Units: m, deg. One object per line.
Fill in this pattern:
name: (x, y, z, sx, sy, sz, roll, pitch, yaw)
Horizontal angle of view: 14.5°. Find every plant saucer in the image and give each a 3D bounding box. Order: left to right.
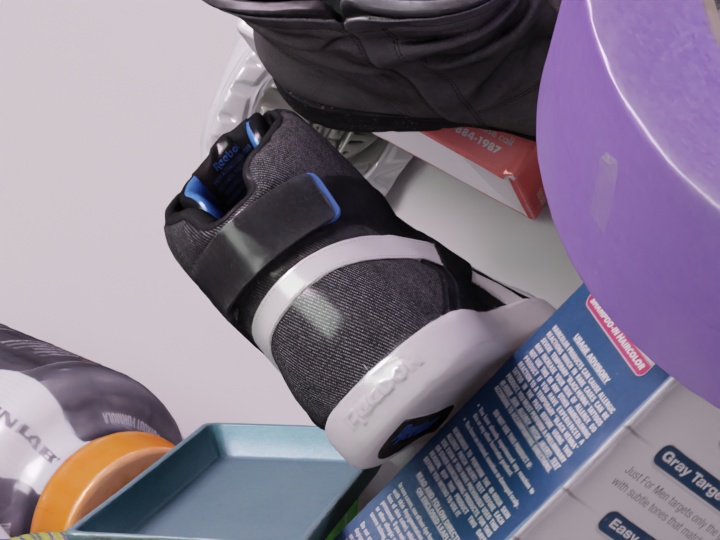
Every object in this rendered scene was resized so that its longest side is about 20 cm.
plant saucer: (-0.036, 0.072, 0.899, 0.070, 0.200, 0.019, 2, 97, 8)

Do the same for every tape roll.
tape roll: (0.152, -0.054, 0.779, 0.085, 0.200, 0.200, 101, 174, -58)

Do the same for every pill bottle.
pill bottle: (-0.133, 0.076, 1.051, 0.200, 0.106, 0.106, 17, 76, 50)

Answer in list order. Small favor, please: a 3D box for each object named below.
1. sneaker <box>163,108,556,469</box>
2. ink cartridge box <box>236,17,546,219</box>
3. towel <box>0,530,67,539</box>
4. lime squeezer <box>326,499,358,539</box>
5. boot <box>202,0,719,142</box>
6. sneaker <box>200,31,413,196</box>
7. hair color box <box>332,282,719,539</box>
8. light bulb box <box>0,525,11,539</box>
sneaker: (0.000, 0.000, 0.885, 0.073, 0.200, 0.112, -42, 81, 4)
ink cartridge box: (0.059, -0.135, 0.996, 0.116, 0.067, 0.200, 30, 85, 15)
towel: (-0.098, 0.148, 0.858, 0.023, 0.200, 0.144, -35, 63, 52)
lime squeezer: (-0.027, 0.157, 0.942, 0.071, 0.038, 0.200, 4, 68, 47)
boot: (0.053, -0.079, 0.882, 0.200, 0.132, 0.070, -5, 78, 9)
sneaker: (-0.014, -0.092, 1.088, 0.200, 0.078, 0.099, -69, 16, -6)
hair color box: (0.057, 0.092, 0.851, 0.200, 0.100, 0.061, -46, 37, 11)
light bulb box: (-0.207, 0.153, 0.973, 0.198, 0.125, 0.200, 43, 130, 43)
